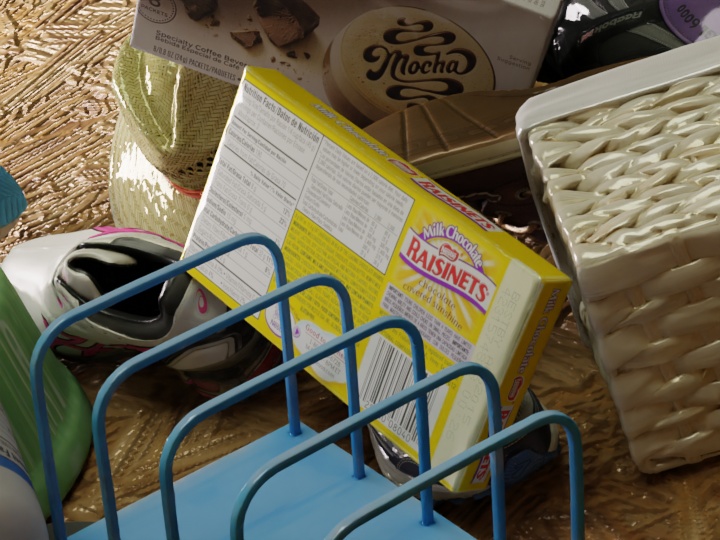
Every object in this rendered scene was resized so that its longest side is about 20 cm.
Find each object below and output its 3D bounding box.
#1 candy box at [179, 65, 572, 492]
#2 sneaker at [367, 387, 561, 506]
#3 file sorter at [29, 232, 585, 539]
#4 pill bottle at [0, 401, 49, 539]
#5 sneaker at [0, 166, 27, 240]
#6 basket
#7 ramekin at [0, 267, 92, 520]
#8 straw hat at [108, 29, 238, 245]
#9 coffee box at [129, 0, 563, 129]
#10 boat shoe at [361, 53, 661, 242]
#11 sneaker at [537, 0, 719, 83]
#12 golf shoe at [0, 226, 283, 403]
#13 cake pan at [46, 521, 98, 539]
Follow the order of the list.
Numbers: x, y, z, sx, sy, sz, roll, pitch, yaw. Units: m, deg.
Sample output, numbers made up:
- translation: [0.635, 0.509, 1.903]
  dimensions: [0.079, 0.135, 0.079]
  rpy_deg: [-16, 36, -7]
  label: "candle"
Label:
- translation: [0.000, 0.000, 0.977]
  dimensions: [0.026, 0.103, 0.200]
  rpy_deg: [2, 27, -47]
  label: "candy box"
- translation: [0.019, 0.034, 1.018]
  dimensions: [0.077, 0.086, 0.200]
  rpy_deg: [-29, 33, -13]
  label: "sneaker"
- translation: [-0.022, 0.088, 0.881]
  dimensions: [0.138, 0.124, 0.199]
  rpy_deg: [-26, 37, -31]
  label: "file sorter"
- translation: [-0.192, 0.091, 0.917]
  dimensions: [0.111, 0.113, 0.201]
  rpy_deg: [-23, 55, -4]
  label: "pill bottle"
- translation: [-0.271, -0.011, 1.263]
  dimensions: [0.077, 0.081, 0.200]
  rpy_deg: [46, 43, 12]
  label: "sneaker"
- translation: [0.181, -0.017, 0.955]
  dimensions: [0.198, 0.136, 0.124]
  rpy_deg: [-18, 33, 6]
  label: "basket"
- translation: [-0.240, 0.071, 1.103]
  dimensions: [0.198, 0.098, 0.201]
  rpy_deg: [-15, 31, 9]
  label: "ramekin"
- translation: [-0.084, -0.091, 1.175]
  dimensions: [0.200, 0.085, 0.203]
  rpy_deg: [-13, 65, 30]
  label: "straw hat"
- translation: [-0.003, -0.139, 1.097]
  dimensions: [0.198, 0.113, 0.080]
  rpy_deg: [21, 47, 3]
  label: "coffee box"
- translation: [0.080, -0.044, 1.038]
  dimensions: [0.198, 0.073, 0.072]
  rpy_deg: [-14, 23, -5]
  label: "boat shoe"
- translation: [0.121, -0.109, 1.138]
  dimensions: [0.199, 0.076, 0.088]
  rpy_deg: [3, 46, 53]
  label: "sneaker"
- translation: [-0.123, 0.005, 1.130]
  dimensions: [0.199, 0.092, 0.073]
  rpy_deg: [10, 68, 43]
  label: "golf shoe"
- translation: [-0.146, 0.176, 0.945]
  dimensions: [0.199, 0.037, 0.201]
  rpy_deg: [-15, 31, 9]
  label: "cake pan"
